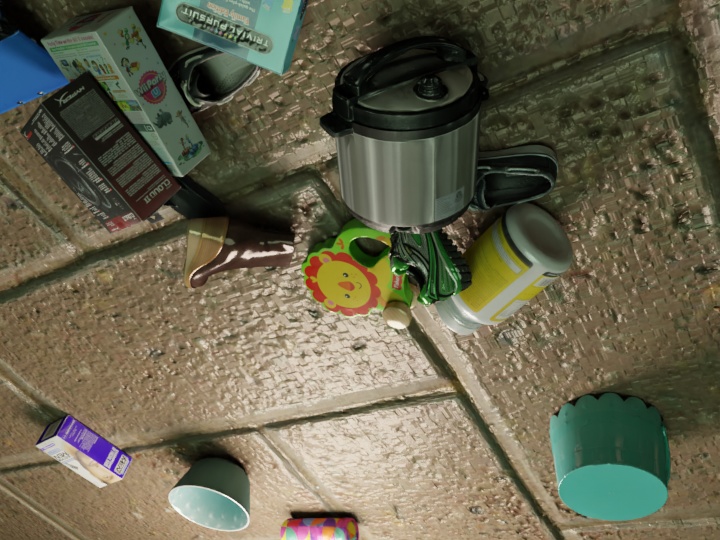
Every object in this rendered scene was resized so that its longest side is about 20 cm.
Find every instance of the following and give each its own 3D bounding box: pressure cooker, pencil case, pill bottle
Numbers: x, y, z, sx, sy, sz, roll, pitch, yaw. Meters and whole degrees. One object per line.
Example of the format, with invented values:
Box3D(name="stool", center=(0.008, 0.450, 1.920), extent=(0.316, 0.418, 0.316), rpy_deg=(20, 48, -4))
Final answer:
Box3D(name="pressure cooker", center=(0.056, -0.167, 0.765), extent=(0.177, 0.177, 0.201), rpy_deg=(9, 135, 16))
Box3D(name="pencil case", center=(-0.103, 0.658, 1.642), extent=(0.198, 0.089, 0.089), rpy_deg=(-11, 128, 25))
Box3D(name="pill bottle", center=(0.193, 0.006, 0.934), extent=(0.111, 0.113, 0.200), rpy_deg=(30, 133, -13))

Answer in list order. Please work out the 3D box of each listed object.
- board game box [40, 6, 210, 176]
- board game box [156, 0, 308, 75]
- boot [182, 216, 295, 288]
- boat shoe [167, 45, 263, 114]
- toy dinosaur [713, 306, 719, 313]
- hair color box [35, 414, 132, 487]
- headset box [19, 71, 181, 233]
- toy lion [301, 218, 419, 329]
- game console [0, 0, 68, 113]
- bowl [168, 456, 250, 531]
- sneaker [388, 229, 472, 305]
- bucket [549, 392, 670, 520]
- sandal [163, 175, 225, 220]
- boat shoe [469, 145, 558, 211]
Box3D(name="board game box", center=(-0.300, -0.225, 0.856), extent=(0.146, 0.064, 0.201), rpy_deg=(12, 140, 40))
Box3D(name="board game box", center=(-0.123, -0.338, 0.712), extent=(0.149, 0.047, 0.202), rpy_deg=(21, 117, -3))
Box3D(name="boot", center=(-0.195, -0.015, 1.056), extent=(0.164, 0.073, 0.200), rpy_deg=(9, 153, -12))
Box3D(name="boat shoe", center=(-0.194, -0.244, 0.847), extent=(0.198, 0.061, 0.074), rpy_deg=(-17, 127, 29))
Box3D(name="toy dinosaur", center=(0.572, 0.042, 0.888), extent=(0.199, 0.087, 0.135), rpy_deg=(26, 146, -32))
Box3D(name="hair color box", center=(-0.677, 0.447, 1.622), extent=(0.109, 0.065, 0.200), rpy_deg=(-26, 122, 33))
Box3D(name="headset box", center=(-0.339, -0.139, 0.877), extent=(0.201, 0.077, 0.148), rpy_deg=(52, 150, -21))
Box3D(name="toy lion", center=(0.000, 0.000, 1.026), extent=(0.190, 0.069, 0.201), rpy_deg=(16, 134, 11))
Box3D(name="game console", center=(-0.511, -0.320, 0.896), extent=(0.198, 0.118, 0.173), rpy_deg=(-12, 97, 25))
Box3D(name="bowl", center=(-0.341, 0.518, 1.564), extent=(0.198, 0.106, 0.202), rpy_deg=(8, 133, 8))
Box3D(name="sneaker", center=(0.065, -0.046, 0.885), extent=(0.201, 0.085, 0.078), rpy_deg=(58, 169, 9))
Box3D(name="bucket", center=(0.432, 0.329, 1.150), extent=(0.205, 0.136, 0.209), rpy_deg=(8, 134, 8))
Box3D(name="sandal", center=(-0.296, -0.125, 0.998), extent=(0.199, 0.043, 0.076), rpy_deg=(31, 132, -13))
Box3D(name="boat shoe", center=(0.157, -0.110, 0.866), extent=(0.198, 0.068, 0.072), rpy_deg=(-5, 131, 23))
